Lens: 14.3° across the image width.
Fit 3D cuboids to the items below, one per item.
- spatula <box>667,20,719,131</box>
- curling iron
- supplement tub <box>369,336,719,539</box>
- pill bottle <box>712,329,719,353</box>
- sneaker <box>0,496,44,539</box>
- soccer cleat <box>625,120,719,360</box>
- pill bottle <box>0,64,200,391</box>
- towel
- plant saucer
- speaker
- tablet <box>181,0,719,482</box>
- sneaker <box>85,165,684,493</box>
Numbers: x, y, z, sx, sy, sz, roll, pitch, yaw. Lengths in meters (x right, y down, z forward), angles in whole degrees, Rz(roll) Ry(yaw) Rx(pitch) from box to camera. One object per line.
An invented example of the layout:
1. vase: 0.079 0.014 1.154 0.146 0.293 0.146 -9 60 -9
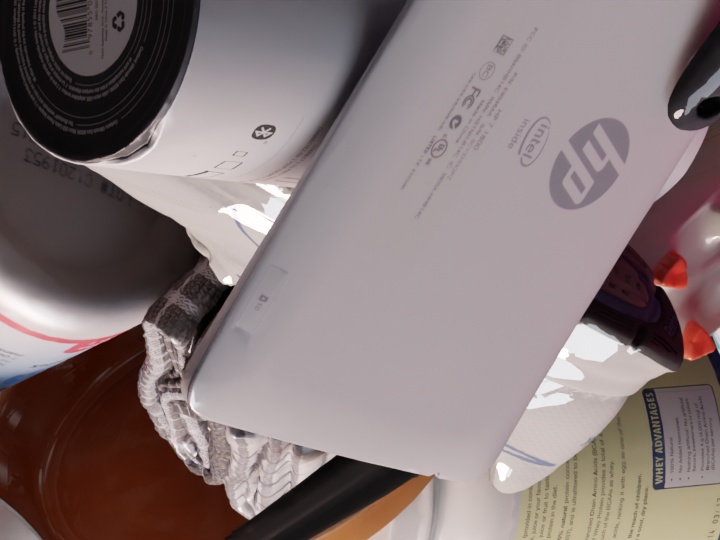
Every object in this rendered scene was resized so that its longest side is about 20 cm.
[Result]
1. spatula: 0.132 -0.113 0.724 0.056 0.021 0.200 9 123 -37
2. curling iron: 0.021 0.047 0.960 0.200 0.026 0.050 -33 143 -34
3. supplement tub: 0.065 0.083 1.266 0.200 0.145 0.145 -3 166 -33
4. pill bottle: 0.182 0.002 1.067 0.111 0.111 0.200 -6 173 7
5. sneaker: -0.210 0.080 1.009 0.200 0.085 0.073 27 159 27
6. soccer cleat: 0.141 -0.039 0.935 0.200 0.069 0.078 -31 -148 -22
7. pill bottle: -0.148 -0.007 1.018 0.109 0.109 0.200 8 161 -34
8. towel: 0.000 0.000 0.991 0.166 0.086 0.200 -44 170 -13
9. plant saucer: -0.053 0.062 1.145 0.200 0.200 0.032 -8 129 14
10. speaker: 0.006 -0.059 0.769 0.200 0.081 0.081 4 163 -44
11. tablet: 0.044 -0.036 0.752 0.130 0.200 0.014 18 -162 -49
12. sneaker: -0.006 0.003 0.841 0.200 0.075 0.087 29 117 -9
